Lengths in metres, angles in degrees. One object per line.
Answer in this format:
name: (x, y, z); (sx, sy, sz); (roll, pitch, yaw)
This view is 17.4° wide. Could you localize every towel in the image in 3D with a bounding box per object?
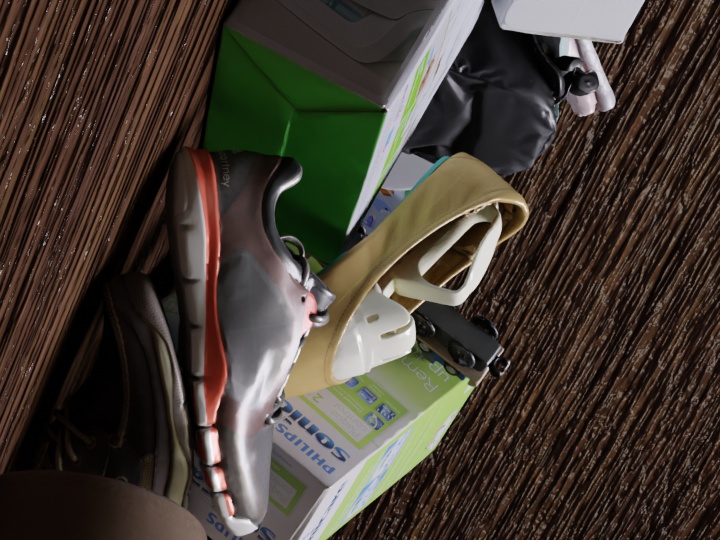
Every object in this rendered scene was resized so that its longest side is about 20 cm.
towel: (0.127, -0.220, 1.644); (0.200, 0.032, 0.192); (-103, 175, -70)

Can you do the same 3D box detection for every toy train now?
toy train: (0.000, 0.000, 1.334); (0.034, 0.200, 0.046); (-49, 173, -29)

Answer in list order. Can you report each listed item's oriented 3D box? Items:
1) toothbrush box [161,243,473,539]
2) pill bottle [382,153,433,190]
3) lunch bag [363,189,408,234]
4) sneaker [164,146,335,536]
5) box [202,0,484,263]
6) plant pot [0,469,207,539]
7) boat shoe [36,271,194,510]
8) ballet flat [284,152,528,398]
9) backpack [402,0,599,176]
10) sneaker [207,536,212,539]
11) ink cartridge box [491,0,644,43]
toothbrush box: (-0.039, 0.067, 1.336); (0.200, 0.145, 0.086); (-33, 158, -53)
pill bottle: (0.048, -0.139, 1.672); (0.114, 0.113, 0.200); (-64, 176, 31)
lunch bag: (0.082, -0.120, 2.245); (0.200, 0.124, 0.170); (-53, 172, -22)
sneaker: (-0.049, 0.036, 1.179); (0.077, 0.082, 0.201); (-133, -142, -73)
box: (0.002, -0.127, 1.236); (0.177, 0.096, 0.200); (-61, 176, -23)
plant pot: (-0.143, 0.191, 1.080); (0.200, 0.199, 0.175); (110, -10, -65)
boat shoe: (-0.124, 0.096, 1.187); (0.075, 0.073, 0.201); (-117, -157, -59)
ballet flat: (0.019, 0.008, 1.263); (0.200, 0.063, 0.069); (-46, 152, -29)
backpack: (0.057, -0.161, 1.478); (0.127, 0.166, 0.200); (-54, -163, 42)
sneaker: (-0.065, 0.126, 1.367); (0.092, 0.200, 0.076); (-8, 142, -25)
ink cartridge box: (0.116, -0.248, 1.333); (0.145, 0.083, 0.201); (116, -30, -43)
